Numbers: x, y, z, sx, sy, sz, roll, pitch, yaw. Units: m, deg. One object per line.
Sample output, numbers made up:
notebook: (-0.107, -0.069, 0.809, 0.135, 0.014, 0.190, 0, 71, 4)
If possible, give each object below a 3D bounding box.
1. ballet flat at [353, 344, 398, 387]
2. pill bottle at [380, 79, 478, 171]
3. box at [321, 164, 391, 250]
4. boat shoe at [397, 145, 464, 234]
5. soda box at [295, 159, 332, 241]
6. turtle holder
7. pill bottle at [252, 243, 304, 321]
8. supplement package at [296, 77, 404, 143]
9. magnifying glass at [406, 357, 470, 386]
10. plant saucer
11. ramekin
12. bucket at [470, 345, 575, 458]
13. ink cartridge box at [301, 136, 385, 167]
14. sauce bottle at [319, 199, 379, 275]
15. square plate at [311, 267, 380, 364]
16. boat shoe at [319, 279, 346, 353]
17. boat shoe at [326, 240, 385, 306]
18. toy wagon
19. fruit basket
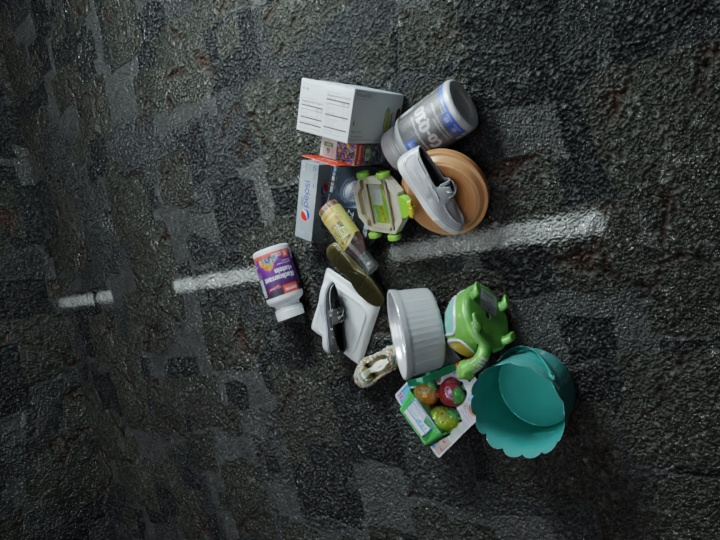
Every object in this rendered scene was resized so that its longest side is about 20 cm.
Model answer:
ballet flat: (0.034, 0.255, 1.390, 0.076, 0.063, 0.200, 53, 127, 10)
pill bottle: (0.144, -0.304, 1.144, 0.198, 0.113, 0.116, -28, 83, 38)
box: (-0.014, -0.176, 1.340, 0.158, 0.043, 0.205, 28, 116, 30)
boat shoe: (0.160, -0.166, 1.090, 0.068, 0.072, 0.202, -29, 100, 42)
soda box: (-0.123, -0.186, 1.408, 0.062, 0.068, 0.206, 19, 112, 31)
turtle holder: (0.247, 0.132, 1.139, 0.131, 0.138, 0.191, -36, 62, 45)
pill bottle: (-0.227, 0.035, 1.512, 0.110, 0.110, 0.206, -18, 90, 38)
supplement package: (-0.020, -0.359, 1.204, 0.153, 0.198, 0.114, 22, 114, 31)
magnifying glass: (0.198, 0.225, 1.216, 0.195, 0.080, 0.023, -19, 87, 7)
plant saucer: (0.179, -0.162, 1.147, 0.195, 0.033, 0.204, 16, 132, 18)
ramekin: (0.126, 0.138, 1.213, 0.095, 0.200, 0.207, -9, 97, -5)
bucket: (0.342, 0.266, 1.107, 0.203, 0.133, 0.214, 9, 106, 35)
ink cartridge box: (-0.032, -0.280, 1.231, 0.107, 0.198, 0.052, 22, 114, 30)
sauce bottle: (-0.026, -0.081, 1.303, 0.202, 0.065, 0.066, 53, 126, 17)
square plate: (-0.050, 0.128, 1.450, 0.198, 0.028, 0.203, 32, 118, 28)
boat shoe: (-0.066, 0.127, 1.403, 0.065, 0.070, 0.207, 8, 106, 27)
boat shoe: (-0.001, 0.000, 1.357, 0.201, 0.066, 0.072, 47, 138, -3)
toy wagon: (0.059, -0.147, 1.205, 0.197, 0.039, 0.159, 12, 121, 49)
fruit basket: (0.190, 0.305, 1.261, 0.201, 0.093, 0.186, -52, 60, 24)
